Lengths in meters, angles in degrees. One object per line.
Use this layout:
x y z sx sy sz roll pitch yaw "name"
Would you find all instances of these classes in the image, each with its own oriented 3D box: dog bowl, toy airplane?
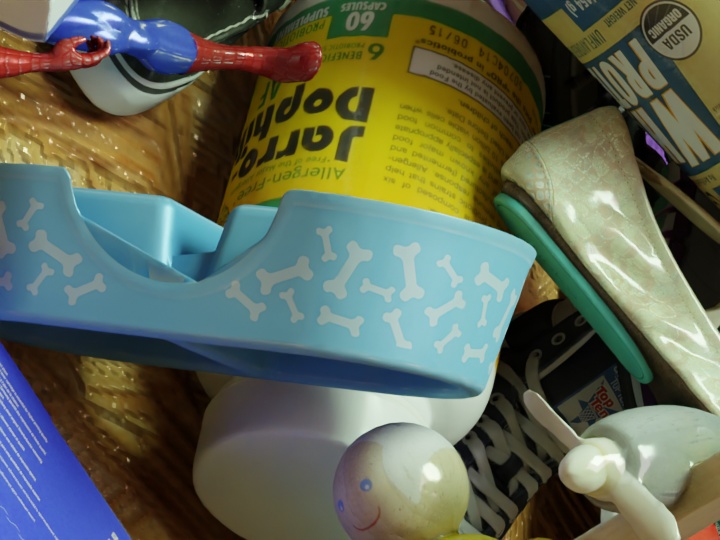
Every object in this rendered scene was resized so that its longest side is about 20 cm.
-0.044 0.005 0.948 0.111 0.199 0.050 30 68 -69 "dog bowl"
0.051 0.102 0.954 0.141 0.200 0.199 51 -1 0 "toy airplane"

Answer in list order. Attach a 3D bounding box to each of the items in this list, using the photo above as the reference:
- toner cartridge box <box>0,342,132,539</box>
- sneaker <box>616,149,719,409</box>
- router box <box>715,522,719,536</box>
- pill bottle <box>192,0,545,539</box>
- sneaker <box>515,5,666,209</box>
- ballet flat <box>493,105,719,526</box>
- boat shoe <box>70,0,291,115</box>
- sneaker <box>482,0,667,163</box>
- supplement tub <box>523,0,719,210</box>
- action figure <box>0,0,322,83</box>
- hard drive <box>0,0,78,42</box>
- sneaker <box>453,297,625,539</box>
-0.113 0.107 0.928 0.201 0.043 0.095 59 36 -19 "toner cartridge box"
0.153 -0.005 1.111 0.074 0.087 0.201 38 48 -36 "sneaker"
0.162 0.099 1.240 0.150 0.062 0.201 44 26 -34 "router box"
0.000 0.000 1.068 0.113 0.112 0.201 43 45 -35 "pill bottle"
0.076 -0.073 1.171 0.075 0.079 0.201 -41 144 -33 "sneaker"
0.125 0.030 1.033 0.062 0.067 0.201 -36 94 -8 "ballet flat"
-0.048 -0.129 1.100 0.071 0.063 0.200 58 38 -20 "boat shoe"
0.101 -0.105 1.273 0.201 0.088 0.081 55 37 -25 "sneaker"
0.161 -0.089 1.030 0.200 0.145 0.145 46 39 -4 "supplement tub"
-0.105 -0.096 0.989 0.199 0.052 0.066 0 83 -30 "action figure"
-0.113 -0.168 0.976 0.131 0.025 0.200 25 49 8 "hard drive"
0.050 0.075 1.105 0.070 0.108 0.200 58 36 -21 "sneaker"
